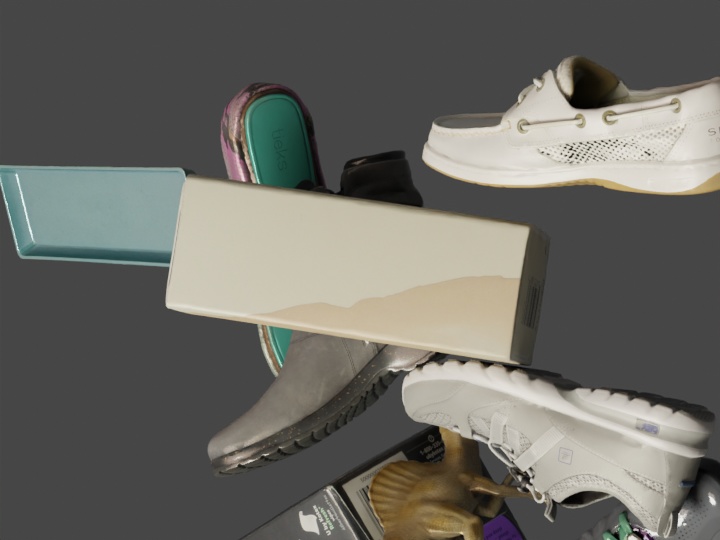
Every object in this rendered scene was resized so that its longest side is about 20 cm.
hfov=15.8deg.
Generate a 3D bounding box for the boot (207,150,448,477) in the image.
[{"bbox_3d":[-0.030,0.025,1.546,0.132,0.200,0.070,57,-179,7],"label":"boot"}]

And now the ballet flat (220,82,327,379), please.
[{"bbox_3d":[-0.046,-0.018,1.605,0.071,0.069,0.200,178,79,-73],"label":"ballet flat"}]

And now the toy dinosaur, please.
[{"bbox_3d":[0.046,0.150,1.503,0.101,0.200,0.058,27,134,11],"label":"toy dinosaur"}]

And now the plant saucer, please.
[{"bbox_3d":[-0.173,-0.039,1.752,0.200,0.019,0.070,3,110,44],"label":"plant saucer"}]

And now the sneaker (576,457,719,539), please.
[{"bbox_3d":[0.143,0.178,1.481,0.074,0.088,0.200,55,138,11],"label":"sneaker"}]

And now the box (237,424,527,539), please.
[{"bbox_3d":[-0.008,0.187,1.613,0.200,0.122,0.106,-36,82,48],"label":"box"}]

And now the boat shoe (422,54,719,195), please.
[{"bbox_3d":[0.119,-0.083,1.398,0.200,0.071,0.069,3,110,36],"label":"boat shoe"}]

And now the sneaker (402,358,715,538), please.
[{"bbox_3d":[0.100,0.098,1.455,0.200,0.075,0.082,11,90,40],"label":"sneaker"}]

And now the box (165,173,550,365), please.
[{"bbox_3d":[0.000,0.000,1.463,0.200,0.095,0.078,8,88,13],"label":"box"}]
